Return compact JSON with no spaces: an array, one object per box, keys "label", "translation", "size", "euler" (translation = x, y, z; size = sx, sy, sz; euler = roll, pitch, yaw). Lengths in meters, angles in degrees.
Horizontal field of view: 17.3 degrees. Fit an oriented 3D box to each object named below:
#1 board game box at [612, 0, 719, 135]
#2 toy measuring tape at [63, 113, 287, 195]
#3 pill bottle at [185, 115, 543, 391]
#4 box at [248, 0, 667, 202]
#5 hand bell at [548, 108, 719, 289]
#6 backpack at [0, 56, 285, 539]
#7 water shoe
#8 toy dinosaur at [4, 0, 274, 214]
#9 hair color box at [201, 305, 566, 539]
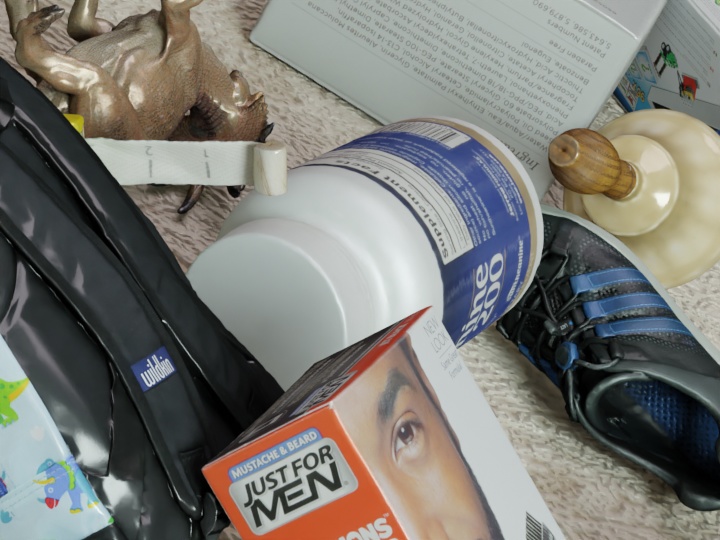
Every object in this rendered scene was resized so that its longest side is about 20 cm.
[{"label":"board game box","translation":[0.221,-0.114,1.502],"size":[0.035,0.126,0.200],"euler":[-14,45,-20]},{"label":"toy measuring tape","translation":[-0.134,-0.037,1.002],"size":[0.200,0.074,0.074],"euler":[3,25,9]},{"label":"pill bottle","translation":[0.000,0.000,1.080],"size":[0.111,0.111,0.200],"euler":[37,27,12]},{"label":"box","translation":[0.070,-0.164,1.420],"size":[0.200,0.131,0.199],"euler":[32,26,2]},{"label":"hand bell","translation":[0.133,-0.051,1.250],"size":[0.104,0.104,0.200],"euler":[41,8,19]},{"label":"backpack","translation":[-0.133,0.016,0.866],"size":[0.200,0.154,0.163],"euler":[66,28,-14]},{"label":"water shoe","translation":[0.122,0.037,1.169],"size":[0.200,0.072,0.079],"euler":[38,23,13]},{"label":"toy dinosaur","translation":[-0.113,-0.077,1.139],"size":[0.200,0.136,0.086],"euler":[-24,26,-33]},{"label":"hair color box","translation":[0.035,0.125,0.859],"size":[0.200,0.064,0.111],"euler":[59,27,-5]}]
